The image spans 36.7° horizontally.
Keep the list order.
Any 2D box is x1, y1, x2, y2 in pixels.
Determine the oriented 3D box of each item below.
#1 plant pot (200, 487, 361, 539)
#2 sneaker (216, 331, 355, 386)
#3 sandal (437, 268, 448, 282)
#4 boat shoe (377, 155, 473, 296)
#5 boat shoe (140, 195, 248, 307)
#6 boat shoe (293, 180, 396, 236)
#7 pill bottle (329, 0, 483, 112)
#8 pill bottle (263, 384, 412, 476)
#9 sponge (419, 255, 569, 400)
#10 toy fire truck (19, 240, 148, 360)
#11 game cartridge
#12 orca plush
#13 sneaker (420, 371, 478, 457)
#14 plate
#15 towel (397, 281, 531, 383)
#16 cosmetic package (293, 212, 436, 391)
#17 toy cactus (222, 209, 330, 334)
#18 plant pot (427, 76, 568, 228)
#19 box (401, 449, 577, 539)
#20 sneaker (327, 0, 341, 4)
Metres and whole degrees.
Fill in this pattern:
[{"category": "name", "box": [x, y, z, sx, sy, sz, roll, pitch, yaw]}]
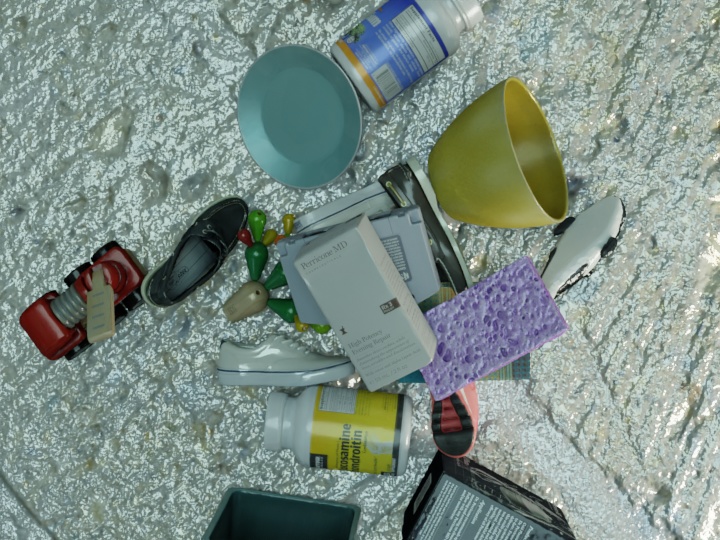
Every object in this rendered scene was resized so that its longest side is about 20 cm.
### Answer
[{"category": "plant pot", "box": [-0.112, 0.435, 1.469, 0.194, 0.196, 0.203, 8, 101, 3]}, {"category": "sneaker", "box": [-0.106, 0.123, 1.517, 0.197, 0.073, 0.072, -2, 94, 3]}, {"category": "sandal", "box": [0.039, -0.014, 1.521, 0.198, 0.048, 0.076, 23, 92, 2]}, {"category": "boat shoe", "box": [0.090, -0.050, 1.459, 0.060, 0.072, 0.203, -26, 96, -1]}, {"category": "boat shoe", "box": [-0.217, -0.026, 1.495, 0.199, 0.066, 0.075, -44, 113, -21]}, {"category": "boat shoe", "box": [0.007, -0.076, 1.494, 0.198, 0.071, 0.071, -25, 91, -20]}, {"category": "pill bottle", "box": [0.065, -0.319, 1.486, 0.199, 0.112, 0.113, -37, 88, 2]}, {"category": "pill bottle", "box": [-0.029, 0.218, 1.494, 0.197, 0.112, 0.114, 5, 91, 3]}, {"category": "sponge", "box": [0.161, 0.076, 1.425, 0.199, 0.030, 0.113, -30, 76, 13]}, {"category": "toy fire truck", "box": [-0.377, 0.056, 1.468, 0.175, 0.200, 0.129, -38, 88, 2]}, {"category": "game cartridge", "box": [0.000, 0.000, 1.434, 0.197, 0.042, 0.135, -13, 112, 12]}, {"category": "orca plush", "box": [0.309, -0.006, 1.493, 0.071, 0.104, 0.201, 48, 60, -38]}, {"category": "sneaker", "box": [0.123, 0.153, 1.491, 0.073, 0.087, 0.203, -7, 83, 17]}, {"category": "plate", "box": [-0.082, -0.214, 1.508, 0.198, 0.026, 0.203, 9, 111, 25]}, {"category": "towel", "box": [0.140, 0.086, 1.515, 0.197, 0.022, 0.149, -2, 106, 1]}, {"category": "cosmetic package", "box": [0.008, 0.041, 1.388, 0.101, 0.074, 0.201, -28, 103, 18]}, {"category": "toy cactus", "box": [-0.121, 0.021, 1.517, 0.164, 0.102, 0.201, -35, 97, 12]}, {"category": "plant pot", "box": [0.175, -0.140, 1.459, 0.141, 0.199, 0.202, -18, 89, 28]}, {"category": "box", "box": [0.166, 0.343, 1.440, 0.195, 0.200, 0.125, 29, 93, 2]}, {"category": "sneaker", "box": [-0.076, -0.472, 1.510, 0.200, 0.077, 0.111, 44, 102, 8]}]
